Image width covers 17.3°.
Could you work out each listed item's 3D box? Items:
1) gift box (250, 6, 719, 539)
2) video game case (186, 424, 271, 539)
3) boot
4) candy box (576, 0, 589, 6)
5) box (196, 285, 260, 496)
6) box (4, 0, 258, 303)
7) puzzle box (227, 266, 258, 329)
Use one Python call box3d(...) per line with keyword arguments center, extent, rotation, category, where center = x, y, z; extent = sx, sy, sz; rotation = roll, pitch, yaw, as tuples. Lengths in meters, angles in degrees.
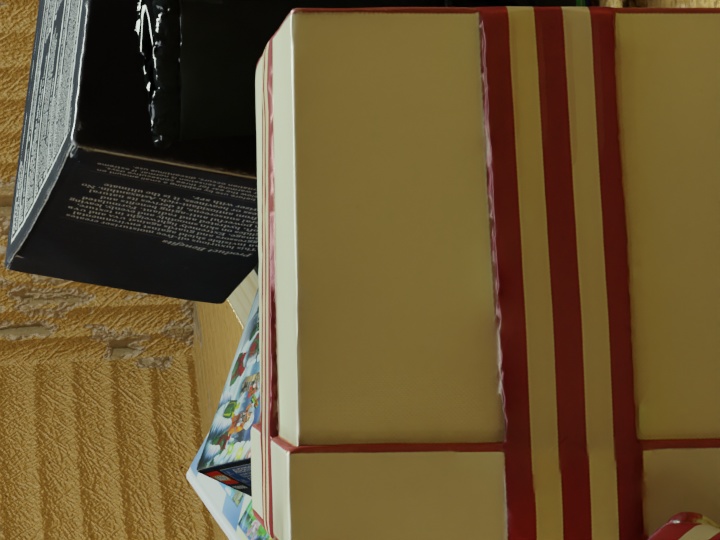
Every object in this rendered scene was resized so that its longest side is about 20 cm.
box3d(center=(0.042, 0.017, 0.746), extent=(0.200, 0.184, 0.188), rotation=(-176, 85, -89), category="gift box")
box3d(center=(-0.008, 0.056, 1.112), extent=(0.183, 0.022, 0.200), rotation=(-61, 24, 5), category="video game case")
box3d(center=(0.000, -0.062, 0.886), extent=(0.073, 0.162, 0.199), rotation=(129, 140, -68), category="boot")
box3d(center=(0.045, -0.207, 1.038), extent=(0.169, 0.077, 0.201), rotation=(-151, 57, -80), category="candy box")
box3d(center=(0.000, 0.000, 1.075), extent=(0.137, 0.040, 0.201), rotation=(-19, 49, 57), category="box")
box3d(center=(-0.086, -0.110, 1.124), extent=(0.198, 0.123, 0.201), rotation=(139, 138, -67), category="box")
box3d(center=(-0.026, 0.082, 1.467), extent=(0.200, 0.025, 0.133), rotation=(60, -176, 25), category="puzzle box")
